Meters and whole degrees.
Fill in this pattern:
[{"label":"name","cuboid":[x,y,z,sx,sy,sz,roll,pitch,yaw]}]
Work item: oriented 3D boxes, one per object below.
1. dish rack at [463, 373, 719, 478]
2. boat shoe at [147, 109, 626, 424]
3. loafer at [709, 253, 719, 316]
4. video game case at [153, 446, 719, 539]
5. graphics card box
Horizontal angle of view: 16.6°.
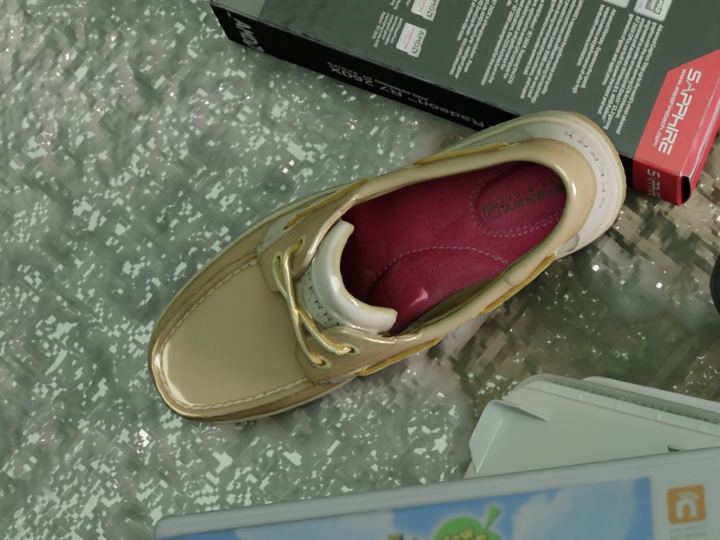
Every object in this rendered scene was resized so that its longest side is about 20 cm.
[{"label":"dish rack","cuboid":[0.068,0.113,0.831,0.043,0.200,0.172,28,83,-24]},{"label":"boat shoe","cuboid":[0.000,0.000,0.906,0.200,0.069,0.074,-30,89,16]},{"label":"loafer","cuboid":[0.217,0.045,0.887,0.200,0.070,0.068,30,99,8]},{"label":"video game case","cuboid":[0.028,0.154,0.751,0.200,0.022,0.182,-9,68,21]},{"label":"graphics card box","cuboid":[0.056,-0.118,0.956,0.200,0.051,0.126,20,81,10]}]
